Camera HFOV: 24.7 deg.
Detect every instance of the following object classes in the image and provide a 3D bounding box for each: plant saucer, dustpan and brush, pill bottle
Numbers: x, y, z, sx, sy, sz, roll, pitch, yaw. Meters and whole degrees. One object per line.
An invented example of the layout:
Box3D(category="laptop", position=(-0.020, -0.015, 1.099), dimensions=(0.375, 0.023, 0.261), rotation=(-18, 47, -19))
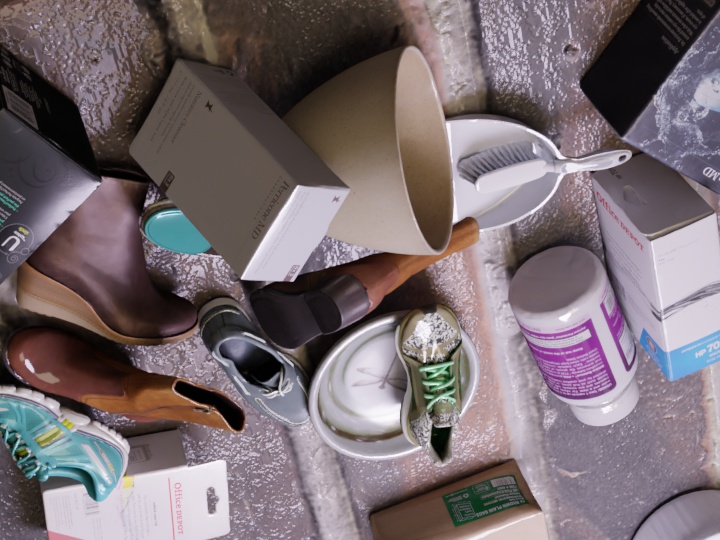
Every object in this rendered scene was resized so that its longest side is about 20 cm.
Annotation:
Box3D(category="plant saucer", position=(0.033, 0.118, 1.824), dimensions=(0.198, 0.050, 0.201), rotation=(-10, 126, -14))
Box3D(category="dustpan and brush", position=(0.182, -0.109, 1.716), dimensions=(0.198, 0.057, 0.140), rotation=(-15, 126, -10))
Box3D(category="pill bottle", position=(0.245, 0.078, 1.834), dimensions=(0.112, 0.113, 0.201), rotation=(-28, 127, 0))

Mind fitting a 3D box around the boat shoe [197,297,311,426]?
Box3D(category="boat shoe", position=(-0.107, 0.113, 1.762), dimensions=(0.073, 0.062, 0.200), rotation=(-33, 127, 4))

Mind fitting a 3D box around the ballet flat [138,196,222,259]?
Box3D(category="ballet flat", position=(-0.143, -0.048, 1.631), dimensions=(0.199, 0.072, 0.072), rotation=(14, 118, -41))

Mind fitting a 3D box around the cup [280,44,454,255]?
Box3D(category="cup", position=(-0.003, -0.108, 1.590), dimensions=(0.142, 0.201, 0.201), rotation=(-6, 130, 17))

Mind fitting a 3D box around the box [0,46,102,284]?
Box3D(category="box", position=(-0.354, -0.080, 1.487), dimensions=(0.200, 0.149, 0.124), rotation=(-43, 127, 12))

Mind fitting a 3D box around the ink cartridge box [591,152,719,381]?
Box3D(category="ink cartridge box", position=(0.327, -0.006, 1.783), dimensions=(0.085, 0.147, 0.201), rotation=(-20, 127, -7))

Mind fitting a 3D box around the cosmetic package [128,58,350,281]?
Box3D(category="cosmetic package", position=(-0.115, -0.092, 1.527), dimensions=(0.081, 0.200, 0.113), rotation=(5, 123, -50))

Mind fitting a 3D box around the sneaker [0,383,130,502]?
Box3D(category="sneaker", position=(-0.331, 0.173, 1.689), dimensions=(0.199, 0.080, 0.077), rotation=(27, 154, -19))

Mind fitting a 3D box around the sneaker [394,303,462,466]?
Box3D(category="sneaker", position=(0.085, 0.126, 1.761), dimensions=(0.076, 0.089, 0.201), rotation=(-13, 126, -11))

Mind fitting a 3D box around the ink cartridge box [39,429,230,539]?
Box3D(category="ink cartridge box", position=(-0.247, 0.247, 1.800), dimensions=(0.198, 0.068, 0.117), rotation=(-8, 126, -13))

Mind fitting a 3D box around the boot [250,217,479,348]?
Box3D(category="boot", position=(0.000, 0.000, 1.696), dimensions=(0.199, 0.188, 0.069), rotation=(-32, 95, -34))

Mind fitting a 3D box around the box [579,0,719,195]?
Box3D(category="box", position=(0.370, -0.201, 1.688), dimensions=(0.196, 0.118, 0.201), rotation=(24, 114, -31))

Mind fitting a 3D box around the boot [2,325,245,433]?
Box3D(category="boot", position=(-0.237, 0.114, 1.628), dimensions=(0.188, 0.199, 0.069), rotation=(38, 70, -35))

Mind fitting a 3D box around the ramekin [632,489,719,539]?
Box3D(category="ramekin", position=(0.442, 0.379, 2.119), dimensions=(0.199, 0.098, 0.202), rotation=(-9, 126, -13))

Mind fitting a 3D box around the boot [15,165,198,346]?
Box3D(category="boot", position=(-0.232, -0.016, 1.622), dimensions=(0.199, 0.073, 0.167), rotation=(13, 120, -23))

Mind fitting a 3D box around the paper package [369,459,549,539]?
Box3D(category="paper package", position=(0.126, 0.353, 1.985), dimensions=(0.199, 0.104, 0.192), rotation=(-18, 127, -6))
